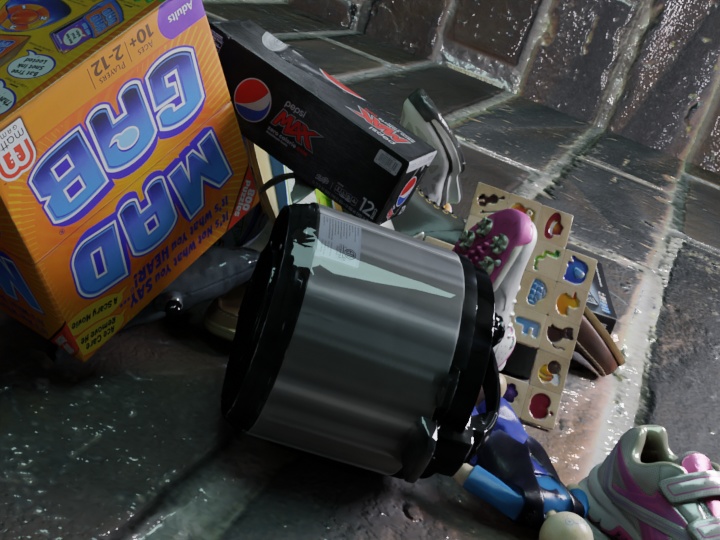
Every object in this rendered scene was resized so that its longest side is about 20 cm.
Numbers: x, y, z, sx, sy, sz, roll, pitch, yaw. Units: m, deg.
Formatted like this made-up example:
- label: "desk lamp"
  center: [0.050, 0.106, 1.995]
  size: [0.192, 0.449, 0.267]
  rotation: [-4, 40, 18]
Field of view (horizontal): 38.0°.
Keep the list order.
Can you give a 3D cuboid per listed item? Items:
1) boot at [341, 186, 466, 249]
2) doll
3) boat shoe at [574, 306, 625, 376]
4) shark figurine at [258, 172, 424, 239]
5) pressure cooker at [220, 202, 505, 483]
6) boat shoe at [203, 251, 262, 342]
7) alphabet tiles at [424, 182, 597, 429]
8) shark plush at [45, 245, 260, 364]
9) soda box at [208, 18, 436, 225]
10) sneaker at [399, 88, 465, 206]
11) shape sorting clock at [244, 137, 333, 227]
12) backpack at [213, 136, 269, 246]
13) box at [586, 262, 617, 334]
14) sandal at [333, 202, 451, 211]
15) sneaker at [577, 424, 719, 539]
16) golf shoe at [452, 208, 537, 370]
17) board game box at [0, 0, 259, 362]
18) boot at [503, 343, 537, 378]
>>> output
- label: "boot"
  center: [0.073, -0.061, 1.028]
  size: [0.197, 0.141, 0.077]
  rotation: [-11, -12, -22]
- label: "doll"
  center: [0.118, 0.154, 0.814]
  size: [0.135, 0.049, 0.201]
  rotation: [15, 25, -30]
- label: "boat shoe"
  center: [0.200, 0.040, 1.131]
  size: [0.201, 0.070, 0.070]
  rotation: [50, -5, 10]
- label: "shark figurine"
  center: [0.007, -0.019, 0.887]
  size: [0.127, 0.216, 0.090]
  rotation: [-29, 46, -9]
- label: "pressure cooker"
  center: [0.012, 0.058, 0.763]
  size: [0.197, 0.179, 0.178]
  rotation: [17, -12, -12]
- label: "boat shoe"
  center: [-0.090, 0.012, 0.967]
  size: [0.070, 0.065, 0.200]
  rotation: [21, 19, 5]
- label: "alphabet tiles"
  center: [0.128, 0.026, 0.977]
  size: [0.165, 0.203, 0.008]
  rotation: [19, -13, -2]
- label: "shark plush"
  center: [-0.170, 0.013, 0.844]
  size: [0.082, 0.092, 0.199]
  rotation: [15, 19, 33]
- label: "soda box"
  center: [-0.042, -0.120, 0.828]
  size: [0.199, 0.064, 0.071]
  rotation: [37, 25, 11]
- label: "sneaker"
  center: [0.044, -0.099, 1.085]
  size: [0.076, 0.114, 0.201]
  rotation: [57, -5, 25]
- label: "shape sorting clock"
  center: [-0.067, -0.092, 0.971]
  size: [0.039, 0.203, 0.200]
  rotation: [-10, 13, 15]
- label: "backpack"
  center: [-0.172, -0.099, 1.019]
  size: [0.189, 0.201, 0.154]
  rotation: [31, 30, -1]
- label: "box"
  center: [0.220, 0.019, 1.265]
  size: [0.155, 0.050, 0.200]
  rotation: [20, 20, 1]
- label: "sandal"
  center: [0.010, -0.085, 1.219]
  size: [0.203, 0.060, 0.079]
  rotation: [-7, 35, -18]
- label: "sneaker"
  center: [0.246, 0.188, 0.785]
  size: [0.080, 0.089, 0.200]
  rotation: [4, 25, -36]
- label: "golf shoe"
  center: [0.102, 0.036, 0.895]
  size: [0.090, 0.201, 0.076]
  rotation: [17, 32, -26]
- label: "board game box"
  center: [-0.230, -0.100, 0.785]
  size: [0.198, 0.202, 0.200]
  rotation: [24, 54, 32]
- label: "boot"
  center: [0.106, 0.038, 1.080]
  size: [0.198, 0.070, 0.174]
  rotation: [2, 27, -36]
